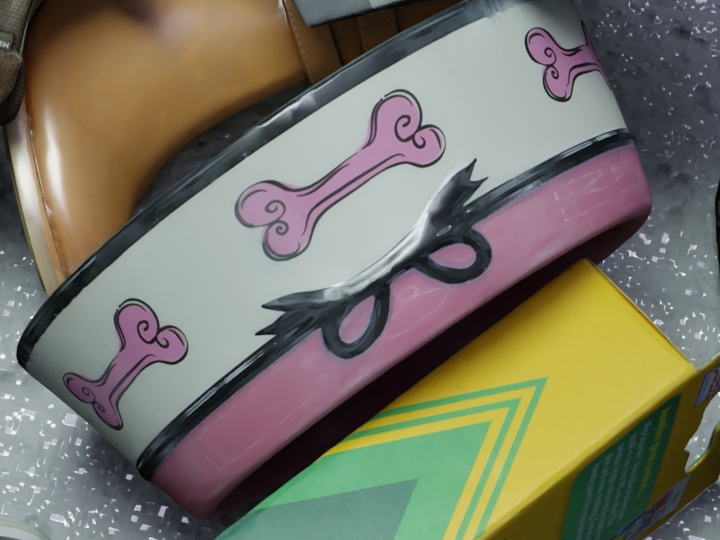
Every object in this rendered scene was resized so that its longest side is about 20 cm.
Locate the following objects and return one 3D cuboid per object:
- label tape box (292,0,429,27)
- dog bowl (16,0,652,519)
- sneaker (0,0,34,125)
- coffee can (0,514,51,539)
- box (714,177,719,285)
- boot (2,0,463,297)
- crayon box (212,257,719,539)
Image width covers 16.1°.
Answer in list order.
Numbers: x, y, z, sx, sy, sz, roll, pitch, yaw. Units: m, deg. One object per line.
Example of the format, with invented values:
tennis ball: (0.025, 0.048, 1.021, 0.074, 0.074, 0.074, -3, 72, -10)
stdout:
label tape box: (0.051, -0.123, 0.793, 0.144, 0.200, 0.063, -18, 96, -31)
dog bowl: (0.000, 0.000, 0.762, 0.200, 0.200, 0.074, -33, 83, -18)
sneaker: (-0.141, -0.063, 0.767, 0.200, 0.070, 0.076, -43, 102, -20)
coffee can: (-0.075, 0.178, 0.624, 0.146, 0.146, 0.200, -35, 56, -18)
box: (0.181, 0.017, 0.746, 0.124, 0.200, 0.197, 2, 61, -1)
boot: (-0.039, -0.073, 0.864, 0.155, 0.077, 0.200, -1, 50, 1)
crayon box: (0.027, 0.079, 0.752, 0.200, 0.126, 0.052, -36, 68, -19)
